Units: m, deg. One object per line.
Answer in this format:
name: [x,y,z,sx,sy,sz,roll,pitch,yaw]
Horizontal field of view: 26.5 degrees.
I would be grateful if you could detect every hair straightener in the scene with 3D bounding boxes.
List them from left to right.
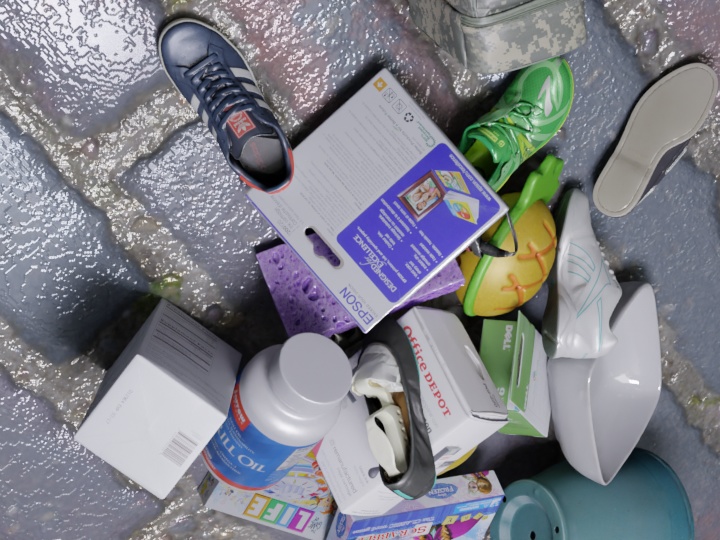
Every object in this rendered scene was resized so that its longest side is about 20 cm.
hair straightener: [0.078,-0.069,1.611,0.200,0.041,0.077,25,117,12]

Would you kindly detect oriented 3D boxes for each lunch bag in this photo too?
lunch bag: [0.124,-0.302,1.463,0.139,0.200,0.168,-20,125,-10]

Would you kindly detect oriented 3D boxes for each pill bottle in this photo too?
pill bottle: [-0.088,0.146,1.609,0.112,0.112,0.200,8,146,-25]

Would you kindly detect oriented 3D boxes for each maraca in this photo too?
maraca: [0.169,-0.037,1.689,0.107,0.137,0.200,30,99,14]

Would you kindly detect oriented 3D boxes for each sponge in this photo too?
sponge: [0.000,0.000,1.646,0.200,0.112,0.030,-21,162,-7]

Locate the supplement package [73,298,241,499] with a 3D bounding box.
supplement package: [-0.202,0.126,1.568,0.109,0.200,0.114,36,103,-9]

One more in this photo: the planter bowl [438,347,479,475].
planter bowl: [0.082,0.171,1.768,0.200,0.083,0.201,-9,111,-24]

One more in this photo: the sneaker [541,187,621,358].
sneaker: [0.249,0.006,1.718,0.080,0.070,0.201,6,73,-9]

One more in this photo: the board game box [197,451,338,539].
board game box: [-0.072,0.243,1.801,0.200,0.034,0.135,22,109,-30]

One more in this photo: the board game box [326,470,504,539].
board game box: [0.053,0.329,1.852,0.200,0.041,0.200,-6,140,-22]

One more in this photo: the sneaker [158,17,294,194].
sneaker: [-0.125,-0.159,1.503,0.075,0.085,0.200,-36,111,5]

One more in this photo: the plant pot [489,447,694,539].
plant pot: [0.267,0.317,1.858,0.188,0.200,0.200,3,118,-35]

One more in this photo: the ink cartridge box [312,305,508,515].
ink cartridge box: [0.042,0.154,1.656,0.200,0.146,0.085,-39,152,23]

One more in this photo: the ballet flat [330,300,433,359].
ballet flat: [-0.010,0.075,1.712,0.200,0.067,0.062,-35,115,0]

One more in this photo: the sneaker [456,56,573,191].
sneaker: [0.158,-0.144,1.630,0.074,0.084,0.200,38,103,9]

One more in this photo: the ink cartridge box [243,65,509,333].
ink cartridge box: [0.016,-0.072,1.585,0.200,0.043,0.198,-41,87,5]

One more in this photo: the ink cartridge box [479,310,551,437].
ink cartridge box: [0.170,0.118,1.729,0.200,0.059,0.104,43,54,-65]

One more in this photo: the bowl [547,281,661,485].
bowl: [0.286,0.126,1.813,0.200,0.075,0.200,-48,138,-39]

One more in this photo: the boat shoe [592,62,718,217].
boat shoe: [0.334,-0.147,1.735,0.200,0.073,0.063,-55,166,8]

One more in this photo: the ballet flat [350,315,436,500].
ballet flat: [0.031,0.136,1.571,0.068,0.200,0.068,-29,156,34]
